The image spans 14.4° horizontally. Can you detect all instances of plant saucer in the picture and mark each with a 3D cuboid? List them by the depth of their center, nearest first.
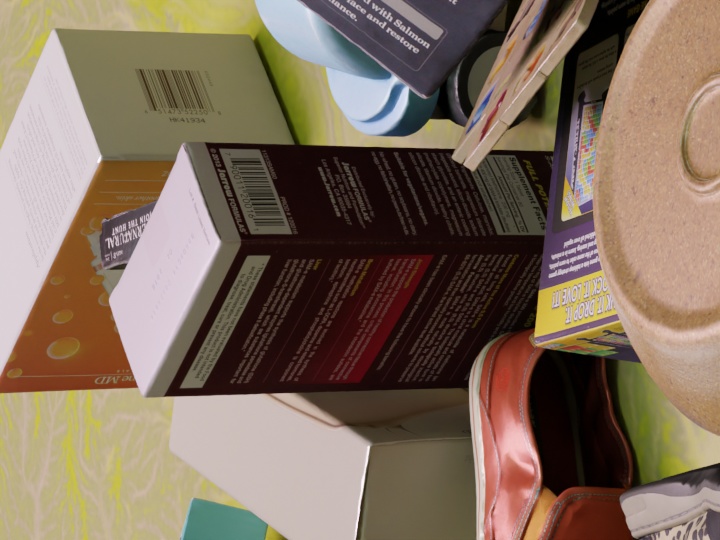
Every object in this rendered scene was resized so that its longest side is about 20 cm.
[{"bbox_3d":[0.133,-0.044,0.968,0.200,0.035,0.202,-33,51,53],"label":"plant saucer"}]

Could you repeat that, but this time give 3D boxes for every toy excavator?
[{"bbox_3d":[-0.017,-0.159,1.304,0.100,0.199,0.196,23,110,58],"label":"toy excavator"}]

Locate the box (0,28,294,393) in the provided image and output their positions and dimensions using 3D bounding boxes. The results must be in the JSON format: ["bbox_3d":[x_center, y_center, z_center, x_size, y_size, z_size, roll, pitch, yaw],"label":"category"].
[{"bbox_3d":[-0.135,-0.031,1.590,0.200,0.124,0.098,-60,42,43],"label":"box"}]

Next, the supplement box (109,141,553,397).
[{"bbox_3d":[0.000,0.000,1.276,0.109,0.199,0.061,-60,41,41],"label":"supplement box"}]

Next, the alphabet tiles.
[{"bbox_3d":[0.096,-0.135,1.181,0.167,0.008,0.201,-52,10,48],"label":"alphabet tiles"}]

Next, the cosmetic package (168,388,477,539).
[{"bbox_3d":[-0.005,0.086,1.386,0.200,0.103,0.074,26,112,56],"label":"cosmetic package"}]

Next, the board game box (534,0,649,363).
[{"bbox_3d":[0.133,-0.056,1.114,0.200,0.056,0.167,158,119,-73],"label":"board game box"}]

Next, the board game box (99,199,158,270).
[{"bbox_3d":[-0.027,-0.028,1.390,0.200,0.134,0.028,-18,75,60],"label":"board game box"}]

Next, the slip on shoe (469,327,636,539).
[{"bbox_3d":[0.092,0.117,1.252,0.061,0.074,0.201,-35,56,52],"label":"slip on shoe"}]

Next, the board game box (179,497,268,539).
[{"bbox_3d":[-0.098,0.244,1.501,0.201,0.047,0.152,-79,4,-52],"label":"board game box"}]

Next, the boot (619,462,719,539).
[{"bbox_3d":[0.170,0.147,1.082,0.203,0.073,0.155,160,97,-72],"label":"boot"}]

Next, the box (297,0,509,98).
[{"bbox_3d":[0.065,-0.211,1.135,0.197,0.117,0.200,-56,4,-37],"label":"box"}]
